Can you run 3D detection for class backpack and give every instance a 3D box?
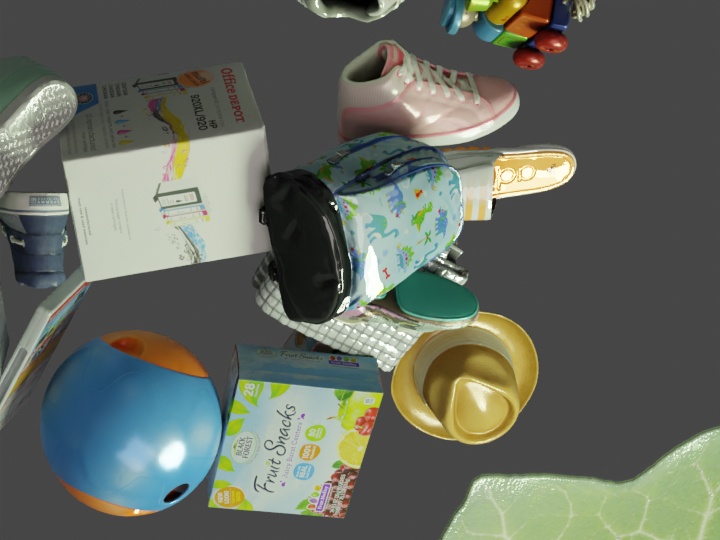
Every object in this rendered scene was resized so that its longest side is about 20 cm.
[{"bbox_3d":[0.011,-0.056,1.514,0.152,0.200,0.165,8,118,29],"label":"backpack"}]

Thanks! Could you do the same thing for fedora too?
[{"bbox_3d":[0.134,0.146,1.819,0.198,0.082,0.203,-7,125,-11],"label":"fedora"}]

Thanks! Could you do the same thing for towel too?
[{"bbox_3d":[0.000,0.000,1.677,0.198,0.086,0.166,25,118,-27],"label":"towel"}]

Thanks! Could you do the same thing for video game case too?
[{"bbox_3d":[-0.351,0.091,1.618,0.017,0.143,0.201,32,114,-1],"label":"video game case"}]

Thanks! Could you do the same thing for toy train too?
[{"bbox_3d":[0.155,-0.267,1.481,0.114,0.200,0.086,11,82,-10],"label":"toy train"}]

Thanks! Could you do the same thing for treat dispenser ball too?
[{"bbox_3d":[-0.251,0.167,1.655,0.198,0.202,0.203,-7,126,-10],"label":"treat dispenser ball"}]

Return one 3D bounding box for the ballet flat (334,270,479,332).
[{"bbox_3d":[0.027,0.035,1.621,0.197,0.070,0.071,9,142,-14],"label":"ballet flat"}]

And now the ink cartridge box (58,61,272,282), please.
[{"bbox_3d":[-0.195,-0.102,1.516,0.197,0.148,0.146,-10,126,-9],"label":"ink cartridge box"}]

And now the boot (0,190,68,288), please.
[{"bbox_3d":[-0.329,-0.032,1.488,0.072,0.200,0.092,0,94,-17],"label":"boot"}]

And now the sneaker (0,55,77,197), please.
[{"bbox_3d":[-0.371,-0.127,1.460,0.200,0.118,0.074,-40,129,-9],"label":"sneaker"}]

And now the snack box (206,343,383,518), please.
[{"bbox_3d":[-0.079,0.185,1.712,0.166,0.068,0.202,7,125,-14],"label":"snack box"}]

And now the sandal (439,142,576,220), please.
[{"bbox_3d":[0.147,-0.096,1.668,0.204,0.059,0.080,-11,127,-7],"label":"sandal"}]

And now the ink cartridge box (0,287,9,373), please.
[{"bbox_3d":[-0.439,0.022,1.512,0.144,0.084,0.202,0,127,0],"label":"ink cartridge box"}]

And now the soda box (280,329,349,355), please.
[{"bbox_3d":[-0.076,0.141,1.772,0.068,0.064,0.201,23,116,-28],"label":"soda box"}]

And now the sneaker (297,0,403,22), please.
[{"bbox_3d":[0.030,-0.283,1.480,0.197,0.100,0.079,-16,127,-4],"label":"sneaker"}]

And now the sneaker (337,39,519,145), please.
[{"bbox_3d":[0.069,-0.190,1.571,0.197,0.076,0.106,-10,132,-3],"label":"sneaker"}]
